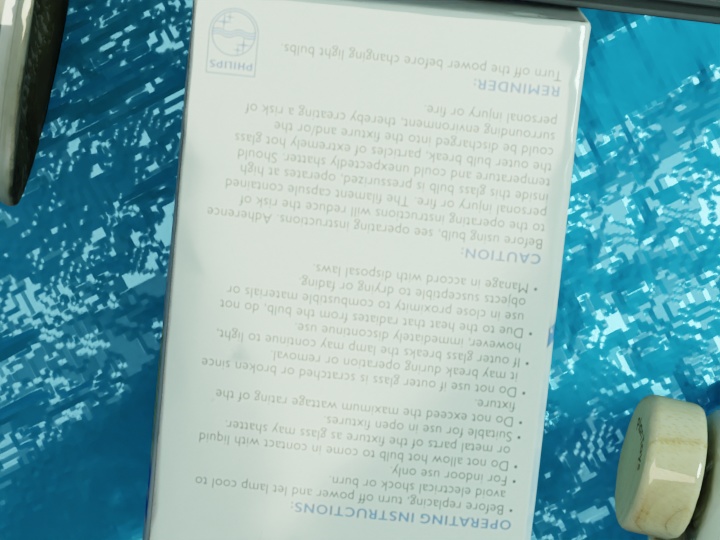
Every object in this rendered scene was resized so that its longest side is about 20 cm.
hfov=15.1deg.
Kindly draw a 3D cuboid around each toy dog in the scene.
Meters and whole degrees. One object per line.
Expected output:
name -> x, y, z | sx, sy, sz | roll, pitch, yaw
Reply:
toy dog -> 0.125, 0.119, 1.001 | 0.131, 0.096, 0.200 | 31, 113, -9

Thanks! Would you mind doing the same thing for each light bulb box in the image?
light bulb box -> 0.000, 0.000, 0.909 | 0.124, 0.198, 0.202 | 5, 102, 0

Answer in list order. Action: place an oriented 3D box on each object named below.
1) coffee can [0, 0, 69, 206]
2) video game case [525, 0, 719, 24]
coffee can -> -0.201, -0.111, 0.913 | 0.198, 0.146, 0.147 | 11, 100, -3
video game case -> 0.048, -0.159, 0.780 | 0.198, 0.026, 0.182 | 7, 130, 5
